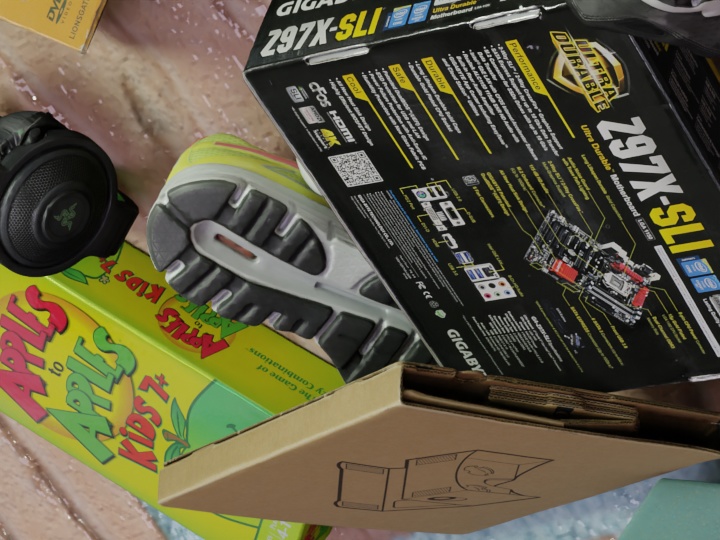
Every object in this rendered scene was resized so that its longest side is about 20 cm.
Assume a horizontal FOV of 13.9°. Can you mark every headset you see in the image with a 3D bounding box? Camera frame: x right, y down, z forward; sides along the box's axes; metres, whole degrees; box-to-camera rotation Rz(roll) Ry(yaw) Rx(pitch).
[{"bbox_3d":[-0.158,-0.061,1.274,0.123,0.200,0.094,31,96,13],"label":"headset"}]

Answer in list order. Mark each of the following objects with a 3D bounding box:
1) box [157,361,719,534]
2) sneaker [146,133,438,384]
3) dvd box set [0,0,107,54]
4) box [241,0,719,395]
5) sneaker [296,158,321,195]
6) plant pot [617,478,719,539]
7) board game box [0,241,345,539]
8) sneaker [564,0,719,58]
[{"bbox_3d":[0.032,0.079,1.240,0.163,0.021,0.200,10,160,-30],"label":"box"},{"bbox_3d":[0.000,0.000,1.270,0.199,0.090,0.078,34,111,-19],"label":"sneaker"},{"bbox_3d":[-0.199,-0.142,1.220,0.199,0.146,0.030,23,94,-6],"label":"dvd box set"},{"bbox_3d":[0.071,-0.034,1.129,0.159,0.050,0.200,-11,131,31],"label":"box"},{"bbox_3d":[0.024,-0.096,1.165,0.200,0.072,0.072,-46,58,41],"label":"sneaker"},{"bbox_3d":[0.184,0.181,1.208,0.199,0.142,0.142,28,148,18],"label":"plant pot"},{"bbox_3d":[-0.097,0.053,1.390,0.199,0.048,0.102,31,135,12],"label":"board game box"},{"bbox_3d":[0.153,-0.112,1.015,0.090,0.199,0.067,-26,73,63],"label":"sneaker"}]
